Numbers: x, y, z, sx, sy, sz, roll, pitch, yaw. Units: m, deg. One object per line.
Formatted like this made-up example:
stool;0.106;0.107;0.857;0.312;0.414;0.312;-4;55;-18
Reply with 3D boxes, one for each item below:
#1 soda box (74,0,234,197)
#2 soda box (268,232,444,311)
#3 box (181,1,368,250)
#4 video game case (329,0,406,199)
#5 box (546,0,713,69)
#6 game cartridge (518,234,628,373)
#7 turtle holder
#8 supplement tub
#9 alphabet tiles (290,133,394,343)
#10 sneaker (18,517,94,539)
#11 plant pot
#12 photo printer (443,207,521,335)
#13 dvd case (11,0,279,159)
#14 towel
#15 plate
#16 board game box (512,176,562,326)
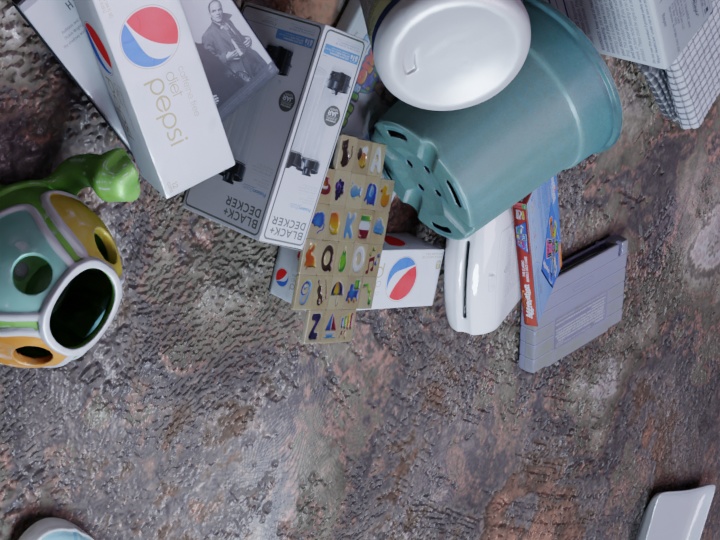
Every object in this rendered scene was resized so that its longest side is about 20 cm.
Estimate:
soda box;-0.169;-0.165;1.123;0.068;0.064;0.201;-28;124;-18
soda box;0.000;0.000;1.477;0.199;0.063;0.069;-2;110;-49
box;-0.080;-0.132;1.282;0.060;0.116;0.202;10;101;-50
video game case;0.009;-0.164;1.438;0.182;0.024;0.201;32;83;-51
box;0.255;-0.333;1.495;0.105;0.199;0.185;-48;137;-22
game cartridge;0.278;0.043;1.838;0.199;0.038;0.131;-24;129;-40
turtle holder;-0.248;-0.002;1.141;0.185;0.131;0.142;-40;133;-29
supplement tub;0.069;-0.264;1.296;0.143;0.201;0.146;-7;141;-6
alphabet tiles;-0.015;-0.028;1.363;0.166;0.006;0.202;1;100;-63
sneaker;-0.250;0.306;1.328;0.074;0.082;0.201;-51;138;-19
plant pot;0.128;-0.148;1.429;0.196;0.200;0.201;-39;134;-18
photo printer;0.151;-0.030;1.583;0.200;0.069;0.168;-43;139;-57
dvd case;-0.174;-0.194;1.171;0.150;0.025;0.200;-42;127;-9
towel;0.428;-0.305;1.802;0.201;0.085;0.166;-56;141;-15
plate;0.493;0.441;2.274;0.199;0.032;0.201;3;104;-49
board game box;0.201;-0.040;1.582;0.201;0.019;0.103;78;32;-46
